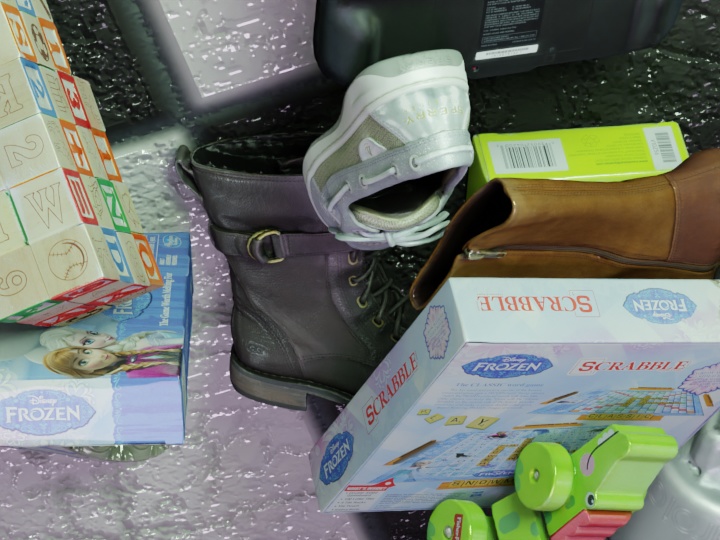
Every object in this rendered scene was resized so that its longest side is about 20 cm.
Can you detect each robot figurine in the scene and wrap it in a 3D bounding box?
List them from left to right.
[{"bbox_3d":[0.220,0.157,1.751,0.169,0.113,0.200,22,133,5],"label":"robot figurine"}]

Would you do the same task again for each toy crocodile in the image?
[{"bbox_3d":[0.101,0.141,1.528,0.067,0.062,0.200,9,145,-38],"label":"toy crocodile"}]

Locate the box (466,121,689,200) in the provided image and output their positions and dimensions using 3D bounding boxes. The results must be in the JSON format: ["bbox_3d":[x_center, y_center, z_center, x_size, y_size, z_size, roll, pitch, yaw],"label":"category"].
[{"bbox_3d":[0.119,0.003,1.617,0.122,0.048,0.200,-4,136,-8],"label":"box"}]

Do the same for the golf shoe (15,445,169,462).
[{"bbox_3d":[-0.208,0.071,1.618,0.200,0.078,0.097,17,155,-28],"label":"golf shoe"}]

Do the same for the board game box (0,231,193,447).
[{"bbox_3d":[-0.190,0.035,1.459,0.199,0.200,0.043,-2,112,-1],"label":"board game box"}]

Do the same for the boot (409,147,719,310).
[{"bbox_3d":[0.117,0.008,1.481,0.200,0.069,0.188,-10,156,-32],"label":"boot"}]

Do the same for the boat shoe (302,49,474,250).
[{"bbox_3d":[0.019,-0.047,1.404,0.074,0.065,0.202,-10,163,-15],"label":"boat shoe"}]

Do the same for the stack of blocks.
[{"bbox_3d":[-0.171,-0.076,1.365,0.058,0.200,0.115,-22,174,9],"label":"stack of blocks"}]

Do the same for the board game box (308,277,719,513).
[{"bbox_3d":[0.099,0.070,1.506,0.200,0.041,0.200,1,149,-27],"label":"board game box"}]

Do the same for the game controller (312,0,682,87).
[{"bbox_3d":[0.073,-0.141,1.370,0.200,0.042,0.104,-9,142,-18],"label":"game controller"}]

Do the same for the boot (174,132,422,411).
[{"bbox_3d":[0.000,0.000,1.547,0.200,0.069,0.174,2,128,7],"label":"boot"}]
